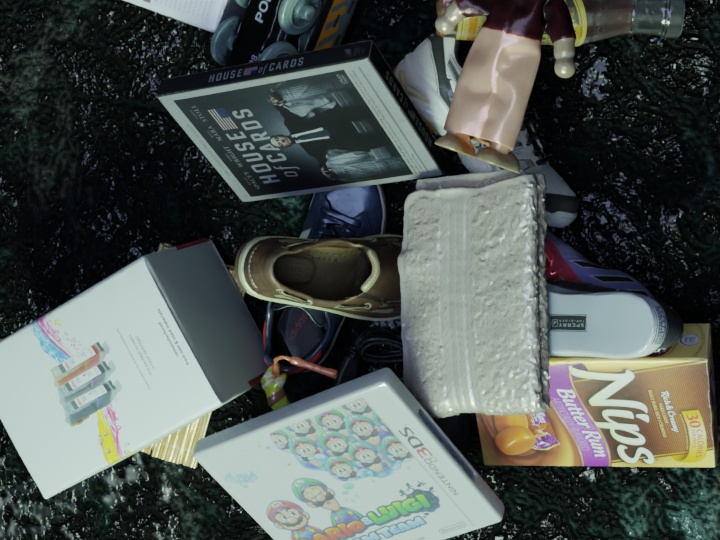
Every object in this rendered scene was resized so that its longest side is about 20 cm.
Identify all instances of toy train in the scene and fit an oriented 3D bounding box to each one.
[{"bbox_3d":[-0.049,-0.228,1.340,0.085,0.114,0.200,33,110,33],"label":"toy train"}]

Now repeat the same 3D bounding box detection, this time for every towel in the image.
[{"bbox_3d":[0.092,0.019,1.281,0.132,0.034,0.200,-6,83,39],"label":"towel"}]

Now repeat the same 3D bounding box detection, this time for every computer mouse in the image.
[{"bbox_3d":[0.033,0.150,1.414,0.140,0.046,0.200,14,103,12],"label":"computer mouse"}]

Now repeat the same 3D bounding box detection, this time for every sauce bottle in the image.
[{"bbox_3d":[0.162,-0.216,1.293,0.200,0.066,0.066,2,100,2],"label":"sauce bottle"}]

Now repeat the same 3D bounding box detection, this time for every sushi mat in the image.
[{"bbox_3d":[-0.170,0.080,1.478,0.096,0.012,0.200,20,104,12],"label":"sushi mat"}]

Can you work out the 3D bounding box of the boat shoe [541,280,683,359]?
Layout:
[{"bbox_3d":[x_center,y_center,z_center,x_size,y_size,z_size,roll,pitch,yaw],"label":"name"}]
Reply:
[{"bbox_3d":[0.169,0.037,1.282,0.200,0.066,0.070,0,86,41],"label":"boat shoe"}]

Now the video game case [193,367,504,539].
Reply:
[{"bbox_3d":[-0.010,0.177,1.337,0.200,0.024,0.182,-23,123,28],"label":"video game case"}]

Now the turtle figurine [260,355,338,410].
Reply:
[{"bbox_3d":[-0.040,0.172,1.397,0.200,0.064,0.161,46,140,-11],"label":"turtle figurine"}]

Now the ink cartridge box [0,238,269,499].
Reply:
[{"bbox_3d":[-0.208,0.084,1.407,0.200,0.145,0.145,-28,90,20],"label":"ink cartridge box"}]

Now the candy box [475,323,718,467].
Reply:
[{"bbox_3d":[0.196,0.105,1.335,0.200,0.056,0.117,-2,123,16],"label":"candy box"}]

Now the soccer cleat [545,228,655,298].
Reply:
[{"bbox_3d":[0.169,0.006,1.336,0.200,0.076,0.067,38,107,7],"label":"soccer cleat"}]

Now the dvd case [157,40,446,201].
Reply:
[{"bbox_3d":[-0.048,-0.120,1.321,0.200,0.150,0.025,-7,52,27],"label":"dvd case"}]

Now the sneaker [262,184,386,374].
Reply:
[{"bbox_3d":[-0.034,0.003,1.389,0.075,0.085,0.200,20,104,12],"label":"sneaker"}]

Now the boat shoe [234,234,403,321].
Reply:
[{"bbox_3d":[0.000,0.006,1.332,0.202,0.075,0.075,-1,90,-25],"label":"boat shoe"}]

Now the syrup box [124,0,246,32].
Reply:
[{"bbox_3d":[-0.190,-0.277,1.390,0.200,0.079,0.081,22,105,12],"label":"syrup box"}]

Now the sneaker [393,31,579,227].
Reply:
[{"bbox_3d":[0.118,-0.123,1.330,0.200,0.076,0.088,44,108,5],"label":"sneaker"}]

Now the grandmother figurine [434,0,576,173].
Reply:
[{"bbox_3d":[0.116,-0.184,1.239,0.121,0.061,0.200,21,95,13],"label":"grandmother figurine"}]
